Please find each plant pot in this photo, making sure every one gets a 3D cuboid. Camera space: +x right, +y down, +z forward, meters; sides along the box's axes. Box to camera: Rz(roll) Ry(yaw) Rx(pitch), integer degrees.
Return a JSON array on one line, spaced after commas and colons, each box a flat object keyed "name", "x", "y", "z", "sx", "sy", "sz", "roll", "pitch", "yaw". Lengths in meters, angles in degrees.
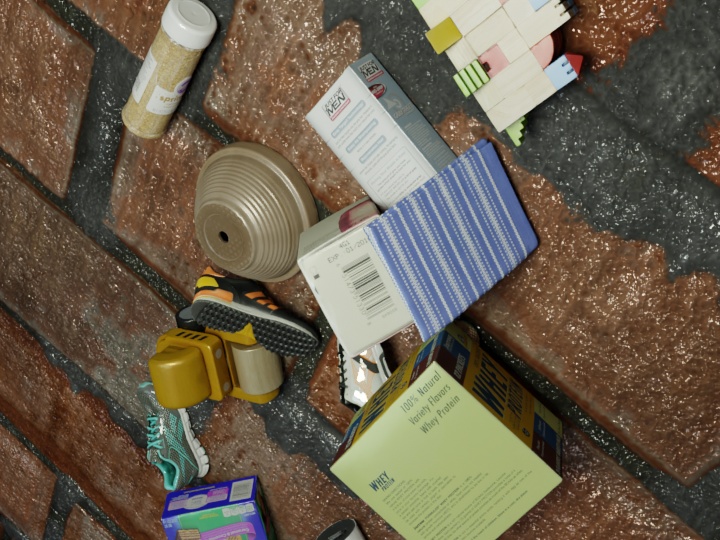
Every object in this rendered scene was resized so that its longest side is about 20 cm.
[{"name": "plant pot", "x": -0.162, "y": -0.064, "z": 1.233, "sx": 0.197, "sy": 0.093, "sz": 0.205, "roll": 17, "pitch": 124, "yaw": 26}]

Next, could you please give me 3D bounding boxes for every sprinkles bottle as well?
[{"name": "sprinkles bottle", "x": -0.257, "y": -0.266, "z": 1.197, "sx": 0.068, "sy": 0.068, "sz": 0.200, "roll": 44, "pitch": 132, "yaw": 4}]

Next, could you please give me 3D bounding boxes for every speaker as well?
[{"name": "speaker", "x": 0.003, "y": 0.506, "z": 1.456, "sx": 0.080, "sy": 0.081, "sz": 0.203, "roll": -19, "pitch": 104, "yaw": 39}]

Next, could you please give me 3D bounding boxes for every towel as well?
[{"name": "towel", "x": 0.106, "y": -0.038, "z": 1.004, "sx": 0.147, "sy": 0.199, "sz": 0.024, "roll": 60, "pitch": 154, "yaw": -13}]

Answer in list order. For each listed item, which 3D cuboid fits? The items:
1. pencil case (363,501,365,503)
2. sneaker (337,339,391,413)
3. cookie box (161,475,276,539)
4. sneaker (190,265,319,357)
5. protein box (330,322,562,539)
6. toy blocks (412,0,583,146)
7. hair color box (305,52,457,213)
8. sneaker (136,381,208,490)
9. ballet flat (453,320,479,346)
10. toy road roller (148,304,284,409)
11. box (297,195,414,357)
[{"name": "pencil case", "x": 0.099, "y": 0.351, "z": 1.304, "sx": 0.198, "sy": 0.088, "sz": 0.090, "roll": 33, "pitch": 130, "yaw": 16}, {"name": "sneaker", "x": -0.002, "y": 0.133, "z": 1.216, "sx": 0.203, "sy": 0.079, "sz": 0.074, "roll": 63, "pitch": 166, "yaw": 13}, {"name": "cookie box", "x": -0.232, "y": 0.471, "z": 1.553, "sx": 0.167, "sy": 0.076, "sz": 0.204, "roll": -12, "pitch": 113, "yaw": 4}, {"name": "sneaker", "x": -0.144, "y": 0.052, "z": 1.293, "sx": 0.197, "sy": 0.091, "sz": 0.070, "roll": 21, "pitch": 136, "yaw": -20}, {"name": "protein box", "x": 0.107, "y": 0.211, "z": 1.090, "sx": 0.199, "sy": 0.135, "sz": 0.199, "roll": 41, "pitch": 112, "yaw": -3}, {"name": "toy blocks", "x": 0.159, "y": -0.247, "z": 0.922, "sx": 0.136, "sy": 0.100, "sz": 0.202, "roll": -32, "pitch": 96, "yaw": 30}, {"name": "hair color box", "x": 0.036, "y": -0.144, "z": 1.074, "sx": 0.201, "sy": 0.061, "sz": 0.099, "roll": 50, "pitch": 131, "yaw": -1}, {"name": "sneaker", "x": -0.336, "y": 0.290, "z": 1.553, "sx": 0.077, "sy": 0.091, "sz": 0.203, "roll": -17, "pitch": 105, "yaw": 38}, {"name": "ballet flat", "x": 0.093, "y": 0.148, "z": 1.198, "sx": 0.070, "sy": 0.065, "sz": 0.202, "roll": 30, "pitch": 130, "yaw": 10}, {"name": "toy road roller", "x": -0.227, "y": 0.145, "z": 1.360, "sx": 0.196, "sy": 0.146, "sz": 0.126, "roll": 7, "pitch": 121, "yaw": 30}, {"name": "box", "x": 0.000, "y": 0.000, "z": 1.075, "sx": 0.107, "sy": 0.200, "sz": 0.130, "roll": -29, "pitch": 101, "yaw": 3}]
